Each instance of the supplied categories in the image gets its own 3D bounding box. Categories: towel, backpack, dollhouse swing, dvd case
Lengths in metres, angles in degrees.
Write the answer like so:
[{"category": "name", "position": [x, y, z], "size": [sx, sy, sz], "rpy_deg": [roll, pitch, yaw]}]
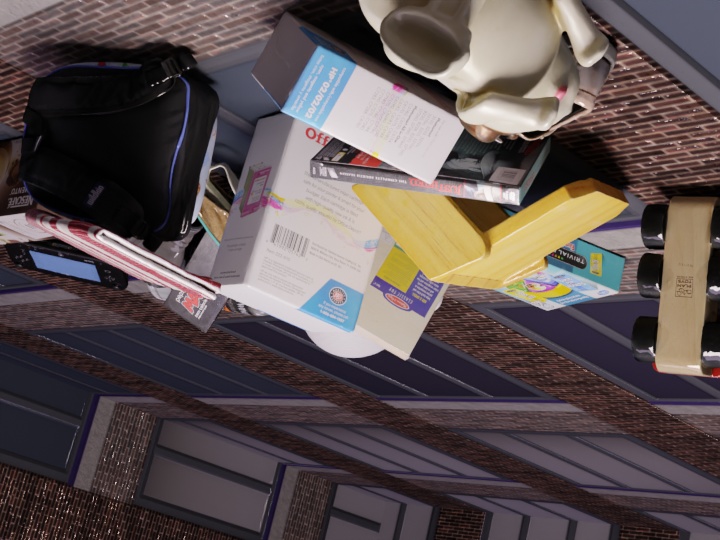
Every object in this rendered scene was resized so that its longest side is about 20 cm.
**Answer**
[{"category": "towel", "position": [-0.234, -0.019, 1.292], "size": [0.144, 0.023, 0.200], "rpy_deg": [29, 171, -32]}, {"category": "backpack", "position": [-0.249, -0.128, 1.357], "size": [0.190, 0.200, 0.154], "rpy_deg": [13, 177, 15]}, {"category": "dollhouse swing", "position": [0.136, -0.078, 1.333], "size": [0.182, 0.176, 0.200], "rpy_deg": [50, -162, 20]}, {"category": "dvd case", "position": [0.069, -0.109, 1.251], "size": [0.200, 0.022, 0.146], "rpy_deg": [7, -154, 16]}]

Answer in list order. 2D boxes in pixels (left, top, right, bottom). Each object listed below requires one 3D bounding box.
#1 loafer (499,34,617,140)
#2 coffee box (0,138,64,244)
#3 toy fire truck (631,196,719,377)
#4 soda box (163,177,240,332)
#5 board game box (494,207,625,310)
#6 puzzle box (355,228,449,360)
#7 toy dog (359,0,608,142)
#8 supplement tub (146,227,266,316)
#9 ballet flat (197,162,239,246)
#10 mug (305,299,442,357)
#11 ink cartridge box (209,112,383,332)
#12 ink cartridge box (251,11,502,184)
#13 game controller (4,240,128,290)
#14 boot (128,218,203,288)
[{"category": "loafer", "position": [0.151, -0.145, 1.151], "size": [0.072, 0.063, 0.200], "rpy_deg": [20, 162, -16]}, {"category": "coffee box", "position": [-0.415, -0.102, 1.664], "size": [0.200, 0.113, 0.080], "rpy_deg": [-3, 157, 45]}, {"category": "toy fire truck", "position": [0.351, 0.023, 1.375], "size": [0.129, 0.176, 0.200], "rpy_deg": [2, 174, 33]}, {"category": "soda box", "position": [-0.169, -0.017, 1.633], "size": [0.071, 0.063, 0.200], "rpy_deg": [33, 128, -3]}, {"category": "board game box", "position": [0.188, -0.014, 1.576], "size": [0.200, 0.047, 0.151], "rpy_deg": [20, 162, -21]}, {"category": "puzzle box", "position": [0.000, 0.000, 1.536], "size": [0.200, 0.133, 0.025], "rpy_deg": [31, 157, 1]}, {"category": "toy dog", "position": [0.090, -0.170, 1.004], "size": [0.194, 0.140, 0.200], "rpy_deg": [17, 169, 40]}, {"category": "supplement tub", "position": [-0.176, -0.007, 1.760], "size": [0.200, 0.123, 0.123], "rpy_deg": [8, 162, 18]}, {"category": "ballet flat", "position": [-0.187, -0.106, 1.512], "size": [0.200, 0.068, 0.072], "rpy_deg": [46, 114, -5]}, {"category": "mug", "position": [0.006, 0.013, 1.641], "size": [0.200, 0.148, 0.175], "rpy_deg": [10, 156, 15]}, {"category": "ink cartridge box", "position": [-0.057, -0.051, 1.395], "size": [0.144, 0.200, 0.085], "rpy_deg": [26, 164, -33]}, {"category": "ink cartridge box", "position": [0.014, -0.145, 1.170], "size": [0.200, 0.068, 0.115], "rpy_deg": [23, -164, -27]}, {"category": "game controller", "position": [-0.471, -0.014, 2.117], "size": [0.200, 0.042, 0.104], "rpy_deg": [12, 163, 4]}, {"category": "boot", "position": [-0.271, -0.088, 1.656], "size": [0.200, 0.070, 0.132], "rpy_deg": [45, 129, 18]}]
